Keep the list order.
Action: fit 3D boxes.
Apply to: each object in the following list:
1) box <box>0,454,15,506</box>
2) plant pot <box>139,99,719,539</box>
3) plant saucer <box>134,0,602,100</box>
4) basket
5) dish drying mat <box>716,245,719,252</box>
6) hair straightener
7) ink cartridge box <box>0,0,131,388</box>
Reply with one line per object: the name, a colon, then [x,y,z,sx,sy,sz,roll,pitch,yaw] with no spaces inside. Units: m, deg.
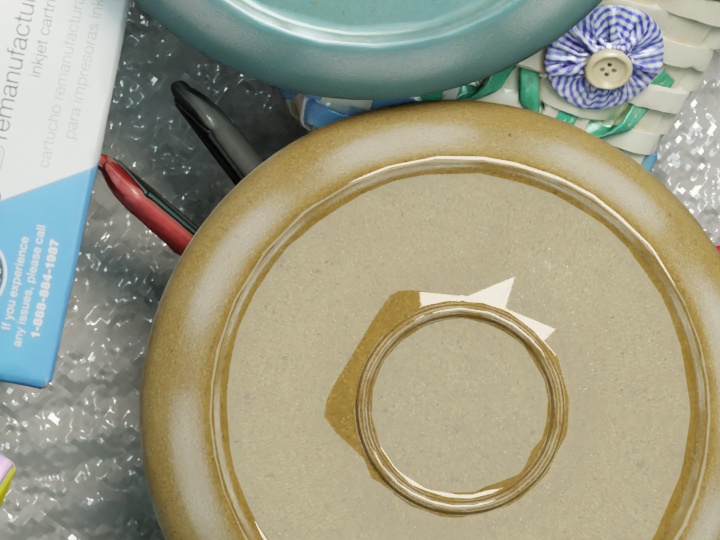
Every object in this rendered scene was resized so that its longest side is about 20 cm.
box: [-0.197,0.133,0.821,0.097,0.200,0.176,30,64,0]
plant pot: [0.030,0.043,0.857,0.199,0.027,0.201,0,83,-3]
plant saucer: [0.003,-0.145,0.822,0.200,0.027,0.201,0,108,-1]
basket: [0.061,-0.132,0.916,0.176,0.139,0.200,12,103,-14]
dish drying mat: [0.129,0.030,0.998,0.200,0.018,0.077,-10,102,-21]
hair straightener: [0.000,0.000,0.947,0.077,0.041,0.200,-47,120,0]
ink cartridge box: [-0.188,-0.052,0.895,0.200,0.086,0.147,11,94,-16]
